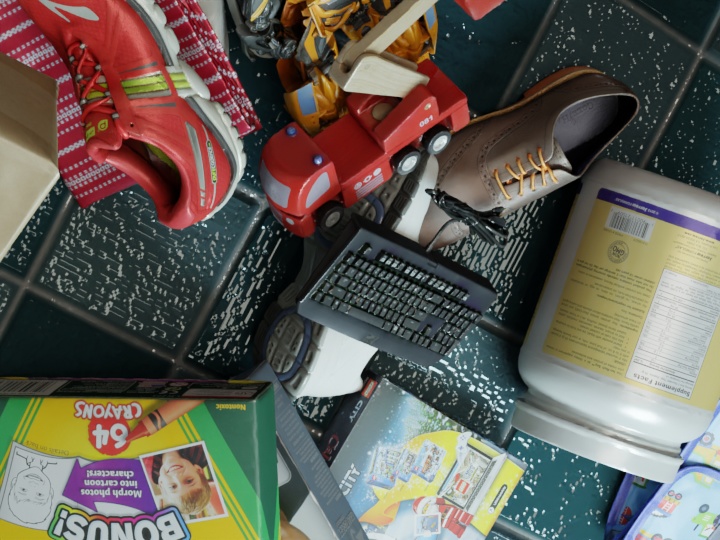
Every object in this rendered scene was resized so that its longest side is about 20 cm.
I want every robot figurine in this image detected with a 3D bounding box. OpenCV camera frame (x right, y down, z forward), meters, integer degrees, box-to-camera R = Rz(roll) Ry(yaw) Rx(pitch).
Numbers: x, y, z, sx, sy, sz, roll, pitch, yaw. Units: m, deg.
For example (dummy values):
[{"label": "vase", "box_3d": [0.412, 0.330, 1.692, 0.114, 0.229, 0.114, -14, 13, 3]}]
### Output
[{"label": "robot figurine", "box_3d": [-0.007, -0.161, 1.688, 0.145, 0.058, 0.200, -37, 150, -12]}]

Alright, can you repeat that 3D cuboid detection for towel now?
[{"label": "towel", "box_3d": [-0.170, -0.148, 1.655, 0.145, 0.022, 0.200, -22, 110, 19]}]

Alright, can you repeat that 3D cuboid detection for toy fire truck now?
[{"label": "toy fire truck", "box_3d": [0.017, -0.121, 1.660, 0.200, 0.049, 0.141, -35, 150, -13]}]

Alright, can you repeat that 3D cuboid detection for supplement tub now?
[{"label": "supplement tub", "box_3d": [0.196, 0.035, 1.812, 0.145, 0.145, 0.200, 18, 93, -24]}]

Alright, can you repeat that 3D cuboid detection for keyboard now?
[{"label": "keyboard", "box_3d": [0.041, -0.001, 1.732, 0.127, 0.021, 0.200, -56, 149, 7]}]

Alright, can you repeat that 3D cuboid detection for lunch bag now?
[{"label": "lunch bag", "box_3d": [0.277, 0.158, 1.914, 0.150, 0.094, 0.200, 21, 104, -26]}]

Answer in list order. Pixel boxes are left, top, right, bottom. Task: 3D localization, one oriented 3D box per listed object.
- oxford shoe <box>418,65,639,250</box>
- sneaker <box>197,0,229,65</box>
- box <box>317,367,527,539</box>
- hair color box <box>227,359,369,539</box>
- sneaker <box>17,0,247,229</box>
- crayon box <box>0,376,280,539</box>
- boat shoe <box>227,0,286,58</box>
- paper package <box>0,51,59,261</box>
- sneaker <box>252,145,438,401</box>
[{"label": "oxford shoe", "box_3d": [0.106, -0.077, 1.793, 0.200, 0.073, 0.071, -38, 112, -12]}, {"label": "sneaker", "box_3d": [-0.136, -0.186, 1.684, 0.088, 0.075, 0.200, -10, 108, 0]}, {"label": "box", "box_3d": [0.011, 0.188, 1.822, 0.137, 0.038, 0.200, 32, 87, -24]}, {"label": "hair color box", "box_3d": [-0.061, 0.174, 1.731, 0.099, 0.061, 0.200, -28, 95, 14]}, {"label": "sneaker", "box_3d": [-0.150, -0.111, 1.599, 0.200, 0.077, 0.085, 50, 51, -16]}, {"label": "crayon box", "box_3d": [-0.155, 0.160, 1.685, 0.200, 0.058, 0.173, 0, 101, 11]}, {"label": "boat shoe", "box_3d": [-0.047, -0.238, 1.696, 0.074, 0.060, 0.200, -10, 105, -49]}, {"label": "paper package", "box_3d": [-0.309, -0.067, 1.570, 0.200, 0.103, 0.191, 26, 119, -25]}, {"label": "sneaker", "box_3d": [0.000, 0.000, 1.763, 0.087, 0.075, 0.200, 10, 115, -48]}]
